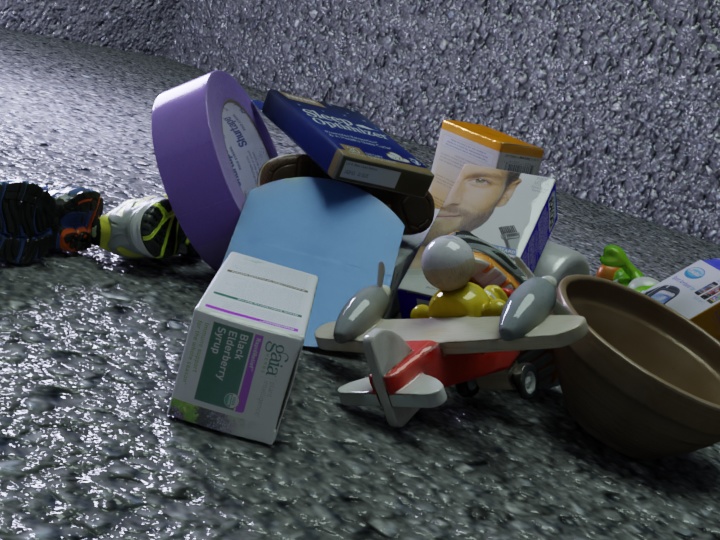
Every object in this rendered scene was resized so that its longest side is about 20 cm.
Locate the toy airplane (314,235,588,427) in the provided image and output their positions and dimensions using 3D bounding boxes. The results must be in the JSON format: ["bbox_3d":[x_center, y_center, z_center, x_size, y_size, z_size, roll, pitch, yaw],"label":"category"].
[{"bbox_3d":[0.064,0.044,0.940,0.197,0.143,0.199,-4,2,-5],"label":"toy airplane"}]

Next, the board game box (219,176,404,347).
[{"bbox_3d":[-0.048,-0.001,1.106,0.156,0.039,0.202,14,51,2],"label":"board game box"}]

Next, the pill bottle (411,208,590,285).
[{"bbox_3d":[0.150,0.003,1.328,0.199,0.116,0.114,24,14,34],"label":"pill bottle"}]

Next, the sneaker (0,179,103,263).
[{"bbox_3d":[-0.316,-0.048,1.075,0.077,0.076,0.200,10,1,16],"label":"sneaker"}]

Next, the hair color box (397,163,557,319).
[{"bbox_3d":[0.126,-0.019,1.225,0.108,0.065,0.201,11,47,22],"label":"hair color box"}]

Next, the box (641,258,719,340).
[{"bbox_3d":[0.310,0.054,1.189,0.198,0.042,0.119,-28,15,1],"label":"box"}]

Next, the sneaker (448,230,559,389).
[{"bbox_3d":[0.144,0.034,1.092,0.200,0.078,0.078,46,18,-29],"label":"sneaker"}]

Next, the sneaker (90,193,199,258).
[{"bbox_3d":[-0.209,-0.050,1.197,0.075,0.077,0.200,1,1,12],"label":"sneaker"}]

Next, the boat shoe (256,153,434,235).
[{"bbox_3d":[-0.024,-0.072,1.228,0.200,0.076,0.075,14,-6,-27],"label":"boat shoe"}]

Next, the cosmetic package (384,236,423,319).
[{"bbox_3d":[0.000,0.000,1.241,0.100,0.072,0.200,16,12,9],"label":"cosmetic package"}]

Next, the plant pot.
[{"bbox_3d":[0.239,0.096,1.012,0.199,0.093,0.201,24,22,-10],"label":"plant pot"}]

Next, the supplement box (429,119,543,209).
[{"bbox_3d":[0.142,-0.073,1.459,0.073,0.203,0.126,3,17,-35],"label":"supplement box"}]

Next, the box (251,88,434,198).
[{"bbox_3d":[-0.023,-0.141,1.221,0.120,0.033,0.200,8,23,-38],"label":"box"}]

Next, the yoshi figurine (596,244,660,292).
[{"bbox_3d":[0.298,0.038,1.360,0.113,0.112,0.200,50,2,-1],"label":"yoshi figurine"}]

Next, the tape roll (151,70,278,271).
[{"bbox_3d":[-0.139,-0.100,1.207,0.065,0.203,0.200,-18,4,14],"label":"tape roll"}]

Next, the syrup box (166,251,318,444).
[{"bbox_3d":[-0.082,0.051,0.869,0.080,0.080,0.200,16,12,-2],"label":"syrup box"}]
